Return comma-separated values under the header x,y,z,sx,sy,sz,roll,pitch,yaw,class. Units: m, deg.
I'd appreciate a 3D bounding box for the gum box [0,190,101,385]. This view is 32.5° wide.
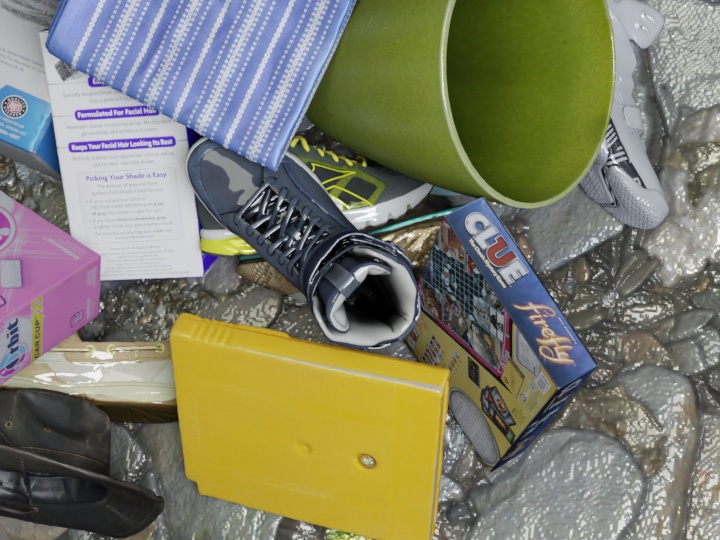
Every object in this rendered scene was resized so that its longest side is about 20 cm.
x,y,z,sx,sy,sz,roll,pitch,yaw,class
-0.312,-0.009,0.950,0.199,0.067,0.113,30,43,19,gum box

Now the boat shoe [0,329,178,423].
x,y,z,sx,sy,sz,roll,pitch,yaw,class
-0.233,0.079,0.979,0.198,0.074,0.067,7,64,-11,boat shoe

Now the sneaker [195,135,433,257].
x,y,z,sx,sy,sz,roll,pitch,yaw,class
-0.035,-0.069,0.959,0.198,0.074,0.085,-16,102,-12,sneaker

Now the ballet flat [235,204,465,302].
x,y,z,sx,sy,sz,roll,pitch,yaw,class
0.000,0.000,0.973,0.198,0.070,0.066,-12,92,10,ballet flat

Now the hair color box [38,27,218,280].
x,y,z,sx,sy,sz,roll,pitch,yaw,class
-0.180,-0.096,0.979,0.108,0.065,0.202,-2,109,9,hair color box

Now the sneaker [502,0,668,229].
x,y,z,sx,sy,sz,roll,pitch,yaw,class
0.201,-0.138,0.964,0.115,0.075,0.201,-35,87,-12,sneaker

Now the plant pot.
x,y,z,sx,sy,sz,roll,pitch,yaw,class
0.048,-0.143,0.892,0.199,0.186,0.189,7,75,46,plant pot

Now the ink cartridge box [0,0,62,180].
x,y,z,sx,sy,sz,roll,pitch,yaw,class
-0.280,-0.201,1.055,0.144,0.084,0.201,23,80,13,ink cartridge box

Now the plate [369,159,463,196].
x,y,z,sx,sy,sz,roll,pitch,yaw,class
0.080,-0.161,1.018,0.198,0.026,0.202,-2,77,10,plate

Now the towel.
x,y,z,sx,sy,sz,roll,pitch,yaw,class
-0.115,-0.178,0.867,0.199,0.024,0.146,28,97,10,towel

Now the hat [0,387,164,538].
x,y,z,sx,sy,sz,roll,pitch,yaw,class
-0.242,0.135,0.927,0.198,0.201,0.082,1,60,9,hat

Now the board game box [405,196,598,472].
x,y,z,sx,sy,sz,roll,pitch,yaw,class
0.090,0.052,0.873,0.034,0.200,0.136,-27,73,-18,board game box

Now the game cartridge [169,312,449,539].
x,y,z,sx,sy,sz,roll,pitch,yaw,class
-0.037,0.119,0.902,0.198,0.177,0.033,13,42,12,game cartridge

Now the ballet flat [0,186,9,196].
x,y,z,sx,sy,sz,roll,pitch,yaw,class
-0.310,-0.034,1.039,0.199,0.046,0.068,35,84,15,ballet flat

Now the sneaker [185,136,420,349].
x,y,z,sx,sy,sz,roll,pitch,yaw,class
-0.039,-0.023,0.862,0.202,0.146,0.077,38,95,-8,sneaker
